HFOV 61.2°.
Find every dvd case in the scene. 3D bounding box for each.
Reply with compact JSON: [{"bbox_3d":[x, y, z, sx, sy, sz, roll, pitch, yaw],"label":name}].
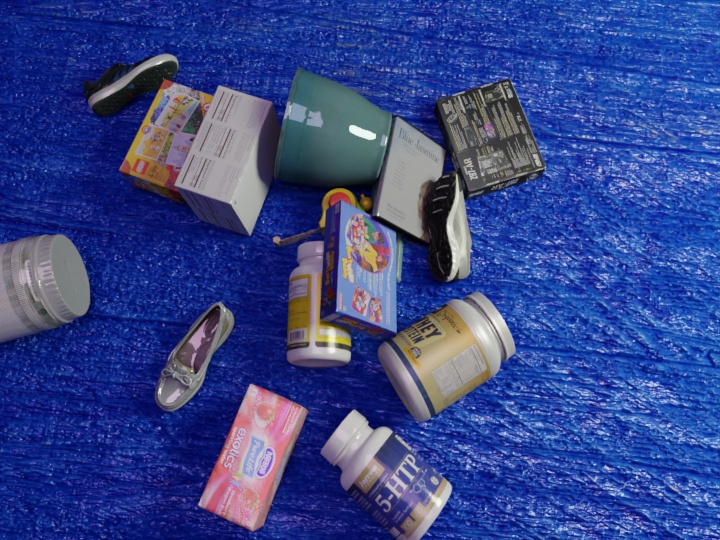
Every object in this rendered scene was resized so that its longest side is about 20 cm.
[{"bbox_3d":[0.095,-0.164,1.122,0.141,0.017,0.205,23,70,-35],"label":"dvd case"}]

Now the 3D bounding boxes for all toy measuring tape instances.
[{"bbox_3d":[-0.073,-0.105,1.127,0.196,0.074,0.075,-18,74,-5],"label":"toy measuring tape"}]

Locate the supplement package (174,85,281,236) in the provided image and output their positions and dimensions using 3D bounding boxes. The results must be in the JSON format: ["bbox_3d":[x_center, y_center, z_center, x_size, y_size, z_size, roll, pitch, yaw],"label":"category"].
[{"bbox_3d":[-0.229,-0.194,1.110,0.109,0.156,0.204,18,75,8],"label":"supplement package"}]

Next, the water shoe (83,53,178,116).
[{"bbox_3d":[-0.463,-0.391,1.216,0.198,0.072,0.080,-32,73,-8],"label":"water shoe"}]

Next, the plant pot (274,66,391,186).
[{"bbox_3d":[-0.045,-0.242,1.111,0.184,0.200,0.205,14,74,-5],"label":"plant pot"}]

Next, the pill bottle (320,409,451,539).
[{"bbox_3d":[0.036,0.325,0.974,0.199,0.120,0.120,39,78,11],"label":"pill bottle"}]

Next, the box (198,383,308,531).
[{"bbox_3d":[-0.170,0.303,0.997,0.101,0.095,0.203,21,75,6],"label":"box"}]

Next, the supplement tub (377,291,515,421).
[{"bbox_3d":[0.142,0.139,1.012,0.198,0.145,0.146,-31,75,-8],"label":"supplement tub"}]

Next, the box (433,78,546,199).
[{"bbox_3d":[0.247,-0.255,1.176,0.157,0.044,0.204,-17,74,-4],"label":"box"}]

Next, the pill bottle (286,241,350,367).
[{"bbox_3d":[-0.070,0.059,1.056,0.109,0.113,0.205,0,74,1],"label":"pill bottle"}]

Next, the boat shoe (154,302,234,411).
[{"bbox_3d":[-0.293,0.148,1.059,0.074,0.065,0.204,32,77,10],"label":"boat shoe"}]

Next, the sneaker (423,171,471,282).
[{"bbox_3d":[0.166,-0.079,1.112,0.078,0.073,0.205,6,81,-40],"label":"sneaker"}]

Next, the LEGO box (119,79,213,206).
[{"bbox_3d":[-0.342,-0.240,1.166,0.146,0.077,0.204,19,75,6],"label":"LEGO box"}]

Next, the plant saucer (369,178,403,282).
[{"bbox_3d":[0.049,-0.080,1.144,0.068,0.019,0.205,4,75,3],"label":"plant saucer"}]

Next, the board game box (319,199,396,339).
[{"bbox_3d":[0.000,0.000,1.032,0.133,0.044,0.204,23,56,-36],"label":"board game box"}]

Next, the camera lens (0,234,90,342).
[{"bbox_3d":[-0.594,0.034,1.049,0.195,0.160,0.163,-15,74,-3],"label":"camera lens"}]
